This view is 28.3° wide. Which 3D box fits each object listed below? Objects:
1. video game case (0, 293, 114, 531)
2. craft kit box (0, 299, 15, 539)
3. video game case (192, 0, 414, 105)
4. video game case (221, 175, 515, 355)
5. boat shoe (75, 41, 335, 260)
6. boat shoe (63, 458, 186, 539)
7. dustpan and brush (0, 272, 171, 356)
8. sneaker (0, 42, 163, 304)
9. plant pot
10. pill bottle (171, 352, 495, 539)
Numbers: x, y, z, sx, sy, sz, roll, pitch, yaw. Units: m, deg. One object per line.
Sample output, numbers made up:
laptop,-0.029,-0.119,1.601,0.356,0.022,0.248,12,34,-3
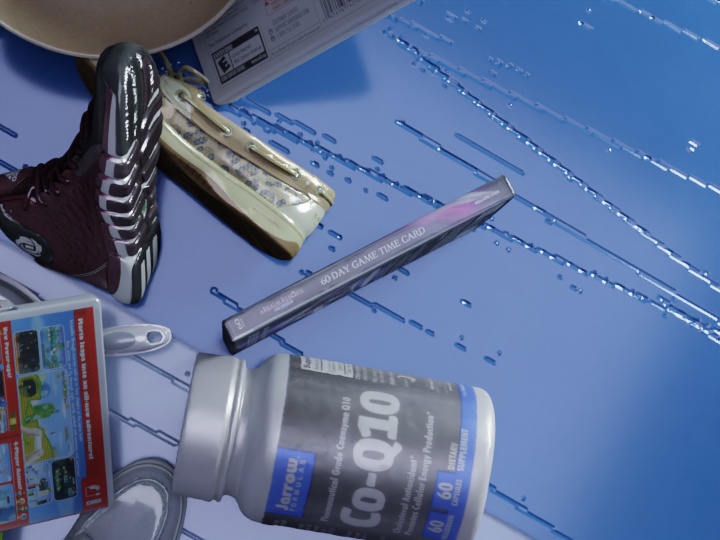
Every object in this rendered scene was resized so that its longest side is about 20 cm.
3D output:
video game case,-0.252,0.099,0.880,0.199,0.017,0.144,-9,106,-28
craft kit box,-0.317,0.117,0.882,0.197,0.048,0.201,3,101,-27
video game case,-0.059,-0.230,0.950,0.023,0.200,0.183,-17,87,-47
video game case,0.000,0.000,0.947,0.199,0.143,0.019,-27,86,-8
boat shoe,-0.108,-0.091,0.984,0.200,0.073,0.063,42,76,-13
boat shoe,-0.182,0.215,0.945,0.070,0.072,0.201,35,82,-3
dustpan and brush,-0.226,0.054,0.958,0.199,0.057,0.140,-6,87,-6
sneaker,-0.192,-0.064,0.924,0.115,0.201,0.076,13,41,6
plant pot,-0.165,-0.256,0.916,0.199,0.201,0.135,-1,43,-6
pill bottle,-0.019,0.118,0.951,0.199,0.114,0.114,10,84,-5
